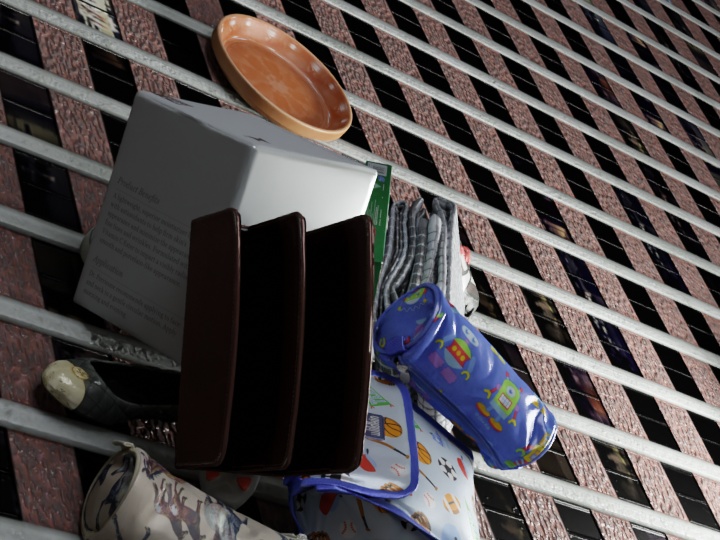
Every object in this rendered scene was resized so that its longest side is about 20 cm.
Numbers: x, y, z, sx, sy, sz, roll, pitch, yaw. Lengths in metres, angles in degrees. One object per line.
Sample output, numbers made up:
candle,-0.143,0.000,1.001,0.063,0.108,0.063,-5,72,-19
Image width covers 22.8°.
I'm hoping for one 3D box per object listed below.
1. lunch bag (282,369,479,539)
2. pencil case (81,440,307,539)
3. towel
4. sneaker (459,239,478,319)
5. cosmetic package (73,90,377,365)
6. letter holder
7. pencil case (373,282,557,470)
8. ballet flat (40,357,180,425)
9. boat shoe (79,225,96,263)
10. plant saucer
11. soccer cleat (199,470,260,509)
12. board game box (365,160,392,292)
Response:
lunch bag,0.012,0.184,1.538,0.200,0.124,0.170,41,24,-26
pencil case,-0.121,0.211,1.389,0.200,0.078,0.090,33,57,-19
towel,0.053,0.047,1.755,0.085,0.166,0.201,0,48,7
sneaker,0.089,0.016,1.948,0.200,0.071,0.098,9,68,-79
cosmetic package,-0.119,-0.031,1.568,0.165,0.201,0.165,27,12,40
letter holder,-0.064,0.055,1.384,0.100,0.142,0.201,9,79,-30
pencil case,0.093,0.101,1.605,0.200,0.078,0.087,46,54,-27
ballet flat,-0.185,0.095,1.504,0.200,0.057,0.067,11,39,-47
boat shoe,-0.195,-0.044,1.684,0.070,0.072,0.201,44,26,4
plant saucer,-0.097,-0.228,2.145,0.200,0.032,0.201,32,28,-19
soccer cleat,-0.088,0.106,1.499,0.069,0.201,0.078,21,-17,-1
board game box,0.000,0.000,1.679,0.029,0.135,0.200,12,28,-3
